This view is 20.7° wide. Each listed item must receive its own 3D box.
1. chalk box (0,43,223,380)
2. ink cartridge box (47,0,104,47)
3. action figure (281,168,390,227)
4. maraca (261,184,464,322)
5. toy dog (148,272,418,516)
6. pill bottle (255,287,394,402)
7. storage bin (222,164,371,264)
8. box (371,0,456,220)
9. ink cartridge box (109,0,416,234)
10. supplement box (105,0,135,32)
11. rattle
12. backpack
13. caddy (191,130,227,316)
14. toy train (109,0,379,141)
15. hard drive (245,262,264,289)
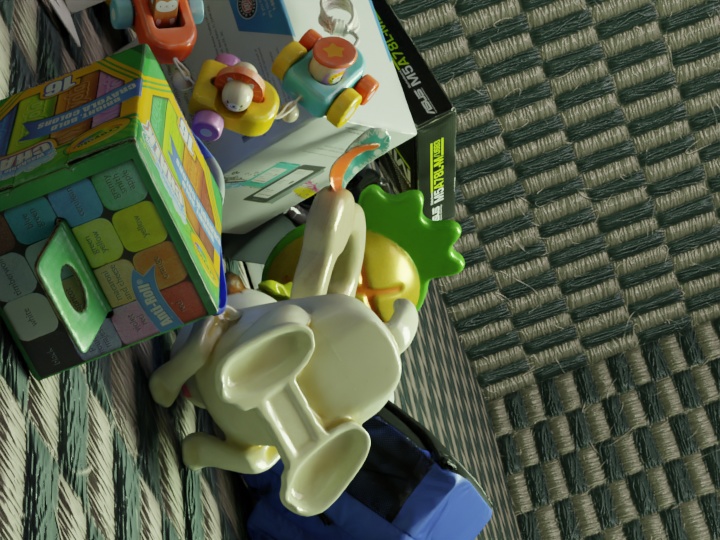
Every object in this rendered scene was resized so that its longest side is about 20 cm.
[{"bbox_3d":[-0.161,-0.028,1.181,0.200,0.123,0.126,-98,166,-62],"label":"chalk box"},{"bbox_3d":[-0.236,-0.293,1.590,0.117,0.067,0.201,60,12,-56],"label":"ink cartridge box"},{"bbox_3d":[-0.032,-0.050,1.794,0.200,0.131,0.069,40,-23,-31],"label":"action figure"},{"bbox_3d":[0.000,0.000,1.700,0.137,0.200,0.108,36,37,-23],"label":"maraca"},{"bbox_3d":[-0.071,0.064,1.468,0.140,0.194,0.199,52,-20,-26],"label":"toy dog"},{"bbox_3d":[-0.033,0.105,1.900,0.113,0.112,0.201,-101,168,-55],"label":"pill bottle"},{"bbox_3d":[-0.078,-0.105,1.935,0.145,0.134,0.202,8,55,-39],"label":"storage bin"},{"bbox_3d":[0.021,-0.160,1.743,0.201,0.047,0.194,60,-13,23],"label":"box"},{"bbox_3d":[-0.089,-0.139,1.623,0.146,0.199,0.148,5,62,-55],"label":"ink cartridge box"},{"bbox_3d":[-0.144,-0.248,1.774,0.200,0.109,0.110,45,16,-22],"label":"supplement box"},{"bbox_3d":[-0.059,-0.037,1.581,0.130,0.142,0.201,-39,144,-40],"label":"rattle"},{"bbox_3d":[-0.019,0.174,1.612,0.200,0.168,0.163,38,-11,23],"label":"backpack"},{"bbox_3d":[-0.147,-0.047,1.425,0.201,0.104,0.142,-102,169,-50],"label":"caddy"},{"bbox_3d":[-0.078,-0.172,1.461,0.056,0.198,0.151,120,-39,-55],"label":"toy train"},{"bbox_3d":[-0.098,-0.006,2.074,0.132,0.026,0.202,46,24,-75],"label":"hard drive"}]
